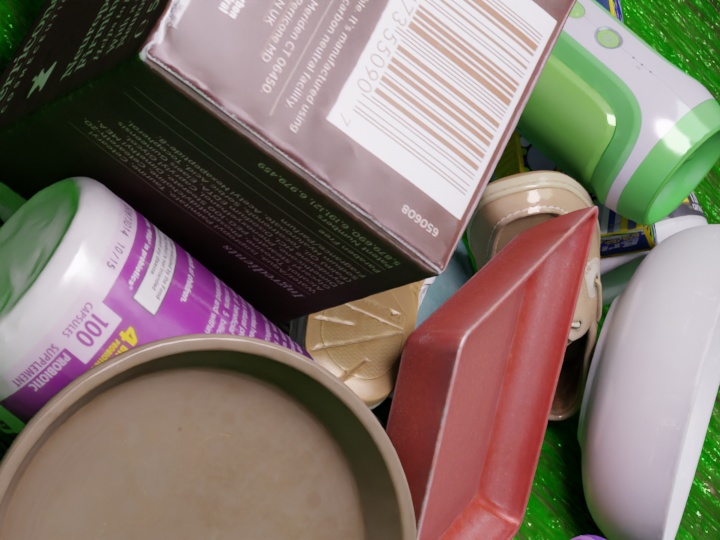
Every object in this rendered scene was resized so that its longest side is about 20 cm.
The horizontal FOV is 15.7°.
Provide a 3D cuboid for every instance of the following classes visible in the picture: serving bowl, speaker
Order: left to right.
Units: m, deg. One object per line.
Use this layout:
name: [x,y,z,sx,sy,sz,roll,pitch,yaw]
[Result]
speaker: [0.104,-0.115,1.418,0.200,0.088,0.088,42,28,16]
serving bowl: [0.166,0.064,1.477,0.066,0.200,0.200,15,31,12]

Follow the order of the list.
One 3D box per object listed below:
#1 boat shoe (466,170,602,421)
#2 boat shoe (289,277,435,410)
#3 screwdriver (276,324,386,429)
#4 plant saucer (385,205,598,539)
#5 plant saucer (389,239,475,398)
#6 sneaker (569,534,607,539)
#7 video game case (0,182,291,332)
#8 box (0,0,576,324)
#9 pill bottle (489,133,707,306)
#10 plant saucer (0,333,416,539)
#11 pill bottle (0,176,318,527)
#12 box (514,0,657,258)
boat shoe: [0.103,0.015,1.428,0.200,0.071,0.065,69,10,-58]
boat shoe: [0.000,0.000,1.299,0.071,0.069,0.200,30,48,-8]
screwdriver: [-0.045,0.020,1.292,0.200,0.028,0.029,40,63,-30]
plant saucer: [0.052,0.080,1.302,0.037,0.200,0.200,19,26,17]
plant saucer: [0.015,-0.014,1.408,0.201,0.039,0.201,43,26,-28]
sneaker: [0.087,0.183,1.325,0.083,0.081,0.200,49,32,-2]
video game case: [-0.089,-0.006,1.298,0.200,0.024,0.182,53,31,-6]
box: [-0.042,-0.090,1.164,0.164,0.200,0.166,36,64,-21]
pill bottle: [0.124,-0.083,1.580,0.112,0.112,0.200,-1,64,-55]
plant saucer: [-0.071,0.124,1.093,0.200,0.029,0.200,-3,97,-23]
pill bottle: [-0.083,0.059,1.156,0.200,0.112,0.112,40,35,-22]
box: [0.120,-0.108,1.494,0.064,0.070,0.200,44,37,-74]
